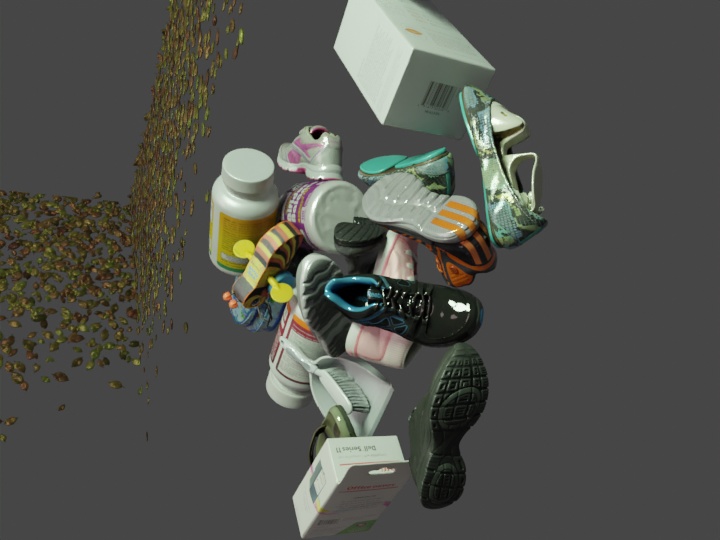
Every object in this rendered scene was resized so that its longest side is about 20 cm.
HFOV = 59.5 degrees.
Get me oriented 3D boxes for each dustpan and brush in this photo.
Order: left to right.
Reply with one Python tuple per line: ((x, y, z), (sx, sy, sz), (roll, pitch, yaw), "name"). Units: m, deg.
((-0.050, 0.164, 0.965), (0.200, 0.056, 0.142), (44, 129, 30), "dustpan and brush")

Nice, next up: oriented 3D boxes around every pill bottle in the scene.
((-0.195, -0.096, 1.055), (0.203, 0.110, 0.114), (106, 151, -44), "pill bottle")
((-0.093, 0.129, 1.065), (0.110, 0.107, 0.203), (59, 137, 46), "pill bottle")
((-0.074, -0.091, 1.048), (0.199, 0.110, 0.116), (12, 97, 61), "pill bottle")

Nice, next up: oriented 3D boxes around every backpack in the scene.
((-0.178, 0.025, 1.226), (0.164, 0.151, 0.203), (55, 146, 40), "backpack")

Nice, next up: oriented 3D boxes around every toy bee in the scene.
((-0.158, 0.021, 0.997), (0.129, 0.108, 0.205), (24, 119, 35), "toy bee")

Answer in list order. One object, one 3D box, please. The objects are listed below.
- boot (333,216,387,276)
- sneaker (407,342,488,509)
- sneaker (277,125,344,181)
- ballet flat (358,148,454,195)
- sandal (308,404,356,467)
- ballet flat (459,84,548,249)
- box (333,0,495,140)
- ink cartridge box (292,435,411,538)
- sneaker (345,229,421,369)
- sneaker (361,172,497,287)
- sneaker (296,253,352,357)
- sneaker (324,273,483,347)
((0.000, 0.000, 0.890), (0.200, 0.068, 0.135), (-35, -46, -75), "boot")
((0.092, 0.178, 0.757), (0.091, 0.074, 0.205), (-137, 58, -64), "sneaker")
((-0.083, -0.213, 1.123), (0.199, 0.080, 0.091), (26, 109, 51), "sneaker")
((0.058, -0.118, 0.844), (0.199, 0.073, 0.076), (-164, 79, -65), "ballet flat")
((-0.051, 0.270, 0.946), (0.080, 0.056, 0.204), (49, 148, 31), "sandal")
((0.159, -0.123, 0.680), (0.074, 0.073, 0.205), (-38, 56, 54), "ballet flat")
((0.061, -0.270, 0.800), (0.099, 0.122, 0.202), (-64, 35, 36), "box")
((-0.009, 0.293, 0.882), (0.202, 0.115, 0.068), (-62, 35, 38), "ink cartridge box")
((0.062, 0.034, 0.836), (0.103, 0.075, 0.204), (19, 81, 24), "sneaker")
((0.080, -0.040, 0.737), (0.077, 0.113, 0.199), (-43, 37, -8), "sneaker")
((-0.063, 0.044, 0.868), (0.082, 0.074, 0.202), (40, 155, 31), "sneaker")
((0.047, 0.046, 0.750), (0.196, 0.082, 0.075), (4, 79, 27), "sneaker")
